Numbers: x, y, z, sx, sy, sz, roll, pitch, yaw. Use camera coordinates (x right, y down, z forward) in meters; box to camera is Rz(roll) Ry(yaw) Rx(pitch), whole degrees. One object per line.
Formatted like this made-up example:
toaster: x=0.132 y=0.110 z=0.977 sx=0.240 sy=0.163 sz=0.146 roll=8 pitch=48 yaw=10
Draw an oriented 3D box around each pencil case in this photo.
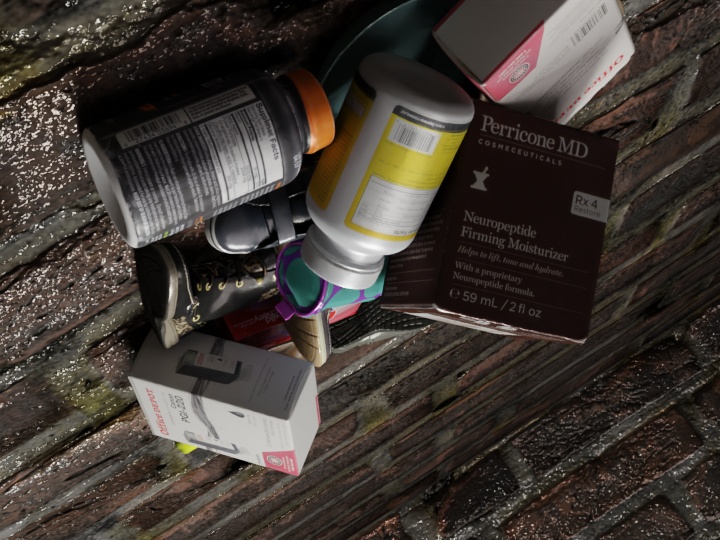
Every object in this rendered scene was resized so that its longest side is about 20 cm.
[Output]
pencil case: x=0.000 y=0.000 z=1.018 sx=0.199 sy=0.085 sz=0.093 roll=-8 pitch=141 yaw=-48

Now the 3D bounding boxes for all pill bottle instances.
pill bottle: x=-0.122 y=-0.104 z=0.780 sx=0.199 sy=0.107 sz=0.106 roll=-25 pitch=156 yaw=-21
pill bottle: x=0.016 y=-0.087 z=0.851 sx=0.112 sy=0.112 sz=0.201 roll=-8 pitch=132 yaw=-47

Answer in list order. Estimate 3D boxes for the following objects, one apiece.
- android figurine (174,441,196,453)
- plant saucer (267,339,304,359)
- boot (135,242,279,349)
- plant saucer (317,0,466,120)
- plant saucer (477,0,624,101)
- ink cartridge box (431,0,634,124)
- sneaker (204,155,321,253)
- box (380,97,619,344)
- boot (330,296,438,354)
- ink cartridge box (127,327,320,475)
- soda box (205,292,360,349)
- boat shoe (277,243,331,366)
android figurine: x=-0.167 y=0.198 z=1.316 sx=0.199 sy=0.041 sz=0.182 roll=-35 pitch=163 yaw=23
plant saucer: x=-0.153 y=0.133 z=1.266 sx=0.199 sy=0.032 sz=0.200 roll=-27 pitch=166 yaw=-8
boot: x=-0.156 y=0.006 z=0.990 sx=0.150 sy=0.073 sz=0.200 roll=-24 pitch=159 yaw=-21
plant saucer: x=0.030 y=-0.198 z=0.893 sx=0.199 sy=0.036 sz=0.200 roll=-30 pitch=157 yaw=-14
plant saucer: x=0.213 y=-0.243 z=1.061 sx=0.199 sy=0.030 sz=0.200 roll=-29 pitch=157 yaw=-13
ink cartridge box: x=0.174 y=-0.221 z=0.899 sx=0.147 sy=0.083 sz=0.200 roll=-45 pitch=156 yaw=11
sneaker: x=-0.059 y=-0.071 z=0.939 sx=0.199 sy=0.079 sz=0.079 roll=-28 pitch=119 yaw=-28
box: x=0.134 y=-0.041 z=0.931 sx=0.165 sy=0.202 sz=0.164 roll=12 pitch=175 yaw=-15
boot: x=0.034 y=0.071 z=1.352 sx=0.198 sy=0.068 sz=0.131 roll=-16 pitch=170 yaw=5
ink cartridge box: x=-0.156 y=0.151 z=1.090 sx=0.146 sy=0.198 sz=0.085 roll=87 pitch=21 yaw=-52
soda box: x=-0.091 y=0.044 z=1.154 sx=0.199 sy=0.070 sz=0.064 roll=-20 pitch=157 yaw=-31
boat shoe: x=-0.056 y=0.017 z=1.069 sx=0.065 sy=0.072 sz=0.201 roll=-29 pitch=120 yaw=-32
